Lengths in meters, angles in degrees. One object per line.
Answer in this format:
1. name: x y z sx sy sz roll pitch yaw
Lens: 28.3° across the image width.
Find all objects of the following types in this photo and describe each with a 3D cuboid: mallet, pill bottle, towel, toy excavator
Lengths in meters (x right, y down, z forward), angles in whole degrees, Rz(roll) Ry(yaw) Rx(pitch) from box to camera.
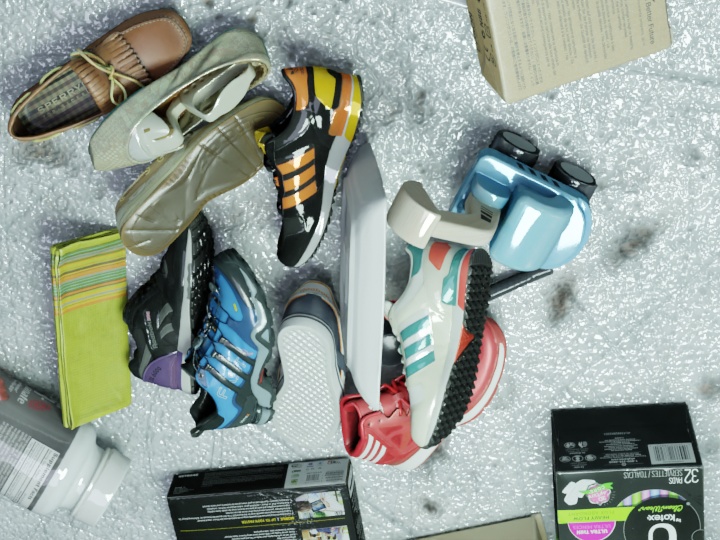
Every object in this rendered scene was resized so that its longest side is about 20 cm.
1. mallet: 0.097 0.032 1.434 0.199 0.066 0.041 -27 113 0
2. pill bottle: -0.347 0.186 1.498 0.199 0.111 0.111 31 113 -9
3. towel: -0.270 0.059 1.453 0.018 0.086 0.202 23 120 43
4. toy excavator: 0.122 -0.051 1.299 0.193 0.200 0.100 25 113 -7

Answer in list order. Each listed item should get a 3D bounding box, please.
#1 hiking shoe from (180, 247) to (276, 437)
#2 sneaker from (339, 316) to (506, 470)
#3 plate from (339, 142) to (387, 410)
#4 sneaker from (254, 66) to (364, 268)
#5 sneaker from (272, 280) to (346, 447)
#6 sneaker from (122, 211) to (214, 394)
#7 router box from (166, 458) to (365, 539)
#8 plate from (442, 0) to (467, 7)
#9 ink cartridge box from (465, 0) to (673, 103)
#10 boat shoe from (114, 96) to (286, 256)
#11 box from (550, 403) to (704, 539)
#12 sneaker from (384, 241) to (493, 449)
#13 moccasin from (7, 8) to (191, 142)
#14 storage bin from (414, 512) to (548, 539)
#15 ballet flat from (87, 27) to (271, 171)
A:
1. hiking shoe: -0.133 0.076 1.399 0.086 0.074 0.201 -16 120 -21
2. sneaker: 0.056 0.126 1.425 0.115 0.078 0.201 8 123 -46
3. plate: 0.000 0.000 1.325 0.032 0.200 0.201 0 110 -3
4. sneaker: -0.064 -0.101 1.356 0.089 0.070 0.201 13 113 -16
5. sneaker: -0.047 0.096 1.455 0.078 0.080 0.201 11 137 4
6. sneaker: -0.200 0.031 1.438 0.087 0.076 0.201 10 115 7
7. router box: -0.098 0.286 1.552 0.198 0.051 0.150 -5 115 8
8. plate: 0.072 -0.342 1.257 0.198 0.032 0.201 13 114 -2
9. ink cartridge box: 0.170 -0.267 1.228 0.164 0.075 0.201 -19 122 -7
10. boat shoe: -0.159 -0.102 1.370 0.200 0.066 0.074 -39 131 -2
11. box: 0.273 0.256 1.465 0.147 0.125 0.201 -3 114 7
12. sneaker: 0.064 0.067 1.376 0.093 0.070 0.201 16 101 27
13. moccasin: -0.247 -0.181 1.342 0.200 0.078 0.074 -22 110 14
14. storage bin: 0.124 0.385 1.553 0.199 0.094 0.200 -14 112 11
15. ballet flat: -0.168 -0.150 1.325 0.200 0.062 0.067 -40 145 3
